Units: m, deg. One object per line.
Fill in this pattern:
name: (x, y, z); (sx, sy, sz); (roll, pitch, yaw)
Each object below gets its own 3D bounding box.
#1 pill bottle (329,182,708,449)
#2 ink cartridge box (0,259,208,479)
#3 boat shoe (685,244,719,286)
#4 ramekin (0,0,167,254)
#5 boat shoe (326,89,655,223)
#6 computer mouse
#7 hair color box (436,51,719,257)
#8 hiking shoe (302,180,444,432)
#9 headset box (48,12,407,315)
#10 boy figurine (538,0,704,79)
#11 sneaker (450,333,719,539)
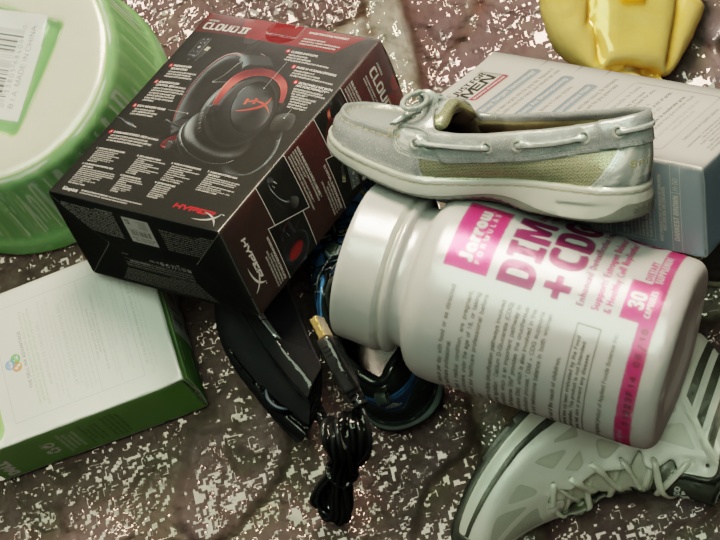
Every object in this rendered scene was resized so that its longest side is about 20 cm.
pill bottle: (0.090, 0.021, 1.269); (0.199, 0.113, 0.114); (17, 76, 15)
ink cartridge box: (-0.210, 0.067, 1.426); (0.199, 0.059, 0.104); (-21, 67, 5)
boat shoe: (0.197, -0.032, 1.363); (0.200, 0.061, 0.072); (-2, 70, 13)
ramekin: (-0.233, -0.121, 1.475); (0.199, 0.098, 0.201); (-4, 70, 12)
boat shoe: (0.074, -0.075, 1.255); (0.201, 0.074, 0.065); (13, 112, 29)
computer mouse: (-0.049, 0.052, 1.349); (0.046, 0.141, 0.201); (-15, 67, -17)
hair color box: (0.140, -0.073, 1.319); (0.199, 0.061, 0.099); (14, 35, 33)
hiking shoe: (0.000, 0.000, 1.385); (0.074, 0.087, 0.201); (-25, 68, 4)
headset box: (-0.073, -0.078, 1.382); (0.148, 0.075, 0.200); (13, 52, 36)
boy figurine: (0.165, -0.168, 1.398); (0.124, 0.064, 0.201); (8, 82, -24)
sneaker: (0.152, 0.119, 1.315); (0.115, 0.076, 0.201); (40, 82, 24)
